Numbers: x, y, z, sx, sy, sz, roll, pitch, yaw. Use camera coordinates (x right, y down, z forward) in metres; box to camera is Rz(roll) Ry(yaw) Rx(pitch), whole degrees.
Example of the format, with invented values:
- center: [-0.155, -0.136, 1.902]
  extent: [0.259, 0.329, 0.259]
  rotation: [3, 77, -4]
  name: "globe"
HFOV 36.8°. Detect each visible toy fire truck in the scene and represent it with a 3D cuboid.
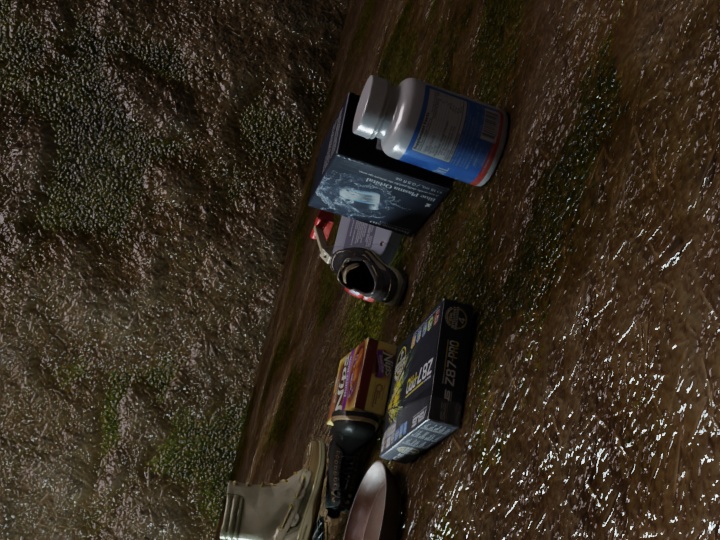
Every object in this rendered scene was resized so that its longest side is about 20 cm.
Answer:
- center: [-0.027, -0.030, 2.049]
  extent: [0.201, 0.139, 0.049]
  rotation: [-88, 18, -55]
  name: "toy fire truck"

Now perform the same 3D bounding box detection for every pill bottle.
- center: [0.094, -0.198, 1.487]
  extent: [0.112, 0.196, 0.114]
  rotation: [-163, 90, -80]
  name: "pill bottle"

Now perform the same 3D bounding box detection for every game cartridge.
- center: [0.023, -0.093, 1.967]
  extent: [0.131, 0.041, 0.203]
  rotation: [-5, 62, 41]
  name: "game cartridge"

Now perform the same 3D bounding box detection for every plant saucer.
- center: [0.015, 0.365, 1.489]
  extent: [0.200, 0.034, 0.204]
  rotation: [-164, 89, -80]
  name: "plant saucer"

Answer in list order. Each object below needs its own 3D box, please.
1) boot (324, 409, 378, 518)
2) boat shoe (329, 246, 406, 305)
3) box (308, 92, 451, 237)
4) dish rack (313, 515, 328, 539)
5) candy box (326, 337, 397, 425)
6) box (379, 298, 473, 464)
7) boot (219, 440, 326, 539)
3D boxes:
- center: [-0.019, 0.305, 1.697]
  extent: [0.201, 0.076, 0.141]
  rotation: [97, -179, -67]
  name: "boot"
- center: [0.000, 0.000, 1.849]
  extent: [0.199, 0.072, 0.076]
  rotation: [24, 97, 53]
  name: "boat shoe"
- center: [0.036, -0.167, 1.769]
  extent: [0.200, 0.193, 0.119]
  rotation: [128, 156, -64]
  name: "box"
- center: [-0.080, 0.505, 1.738]
  extent: [0.154, 0.054, 0.202]
  rotation: [-94, 25, -60]
  name: "dish rack"
- center: [0.000, 0.192, 1.790]
  extent: [0.200, 0.055, 0.119]
  rotation: [130, 154, -69]
  name: "candy box"
- center: [0.085, 0.149, 1.409]
  extent: [0.200, 0.048, 0.164]
  rotation: [127, 155, -62]
  name: "box"
- center: [-0.137, 0.351, 1.733]
  extent: [0.073, 0.151, 0.203]
  rotation: [96, -175, -52]
  name: "boot"
